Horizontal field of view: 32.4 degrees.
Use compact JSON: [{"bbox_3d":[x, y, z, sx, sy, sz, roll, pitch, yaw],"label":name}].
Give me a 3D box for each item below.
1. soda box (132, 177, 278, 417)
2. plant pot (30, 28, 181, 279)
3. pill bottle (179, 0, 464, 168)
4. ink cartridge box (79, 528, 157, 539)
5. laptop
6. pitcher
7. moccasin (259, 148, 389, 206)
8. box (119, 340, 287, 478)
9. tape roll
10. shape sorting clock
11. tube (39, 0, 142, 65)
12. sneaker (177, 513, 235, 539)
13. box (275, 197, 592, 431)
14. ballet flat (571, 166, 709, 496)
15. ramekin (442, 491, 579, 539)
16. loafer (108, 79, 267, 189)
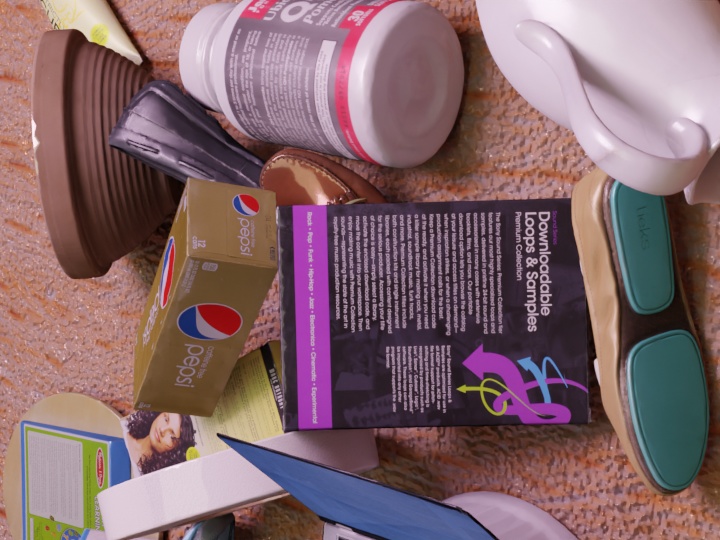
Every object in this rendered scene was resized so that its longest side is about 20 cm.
[{"bbox_3d":[-0.114,0.026,0.884,0.201,0.063,0.068,118,154,-49],"label":"soda box"},{"bbox_3d":[-0.198,-0.096,1.007,0.091,0.201,0.204,-4,89,0],"label":"plant pot"},{"bbox_3d":[-0.034,-0.141,0.880,0.199,0.110,0.112,15,102,39],"label":"pill bottle"},{"bbox_3d":[-0.215,0.341,1.027,0.083,0.145,0.202,9,103,-3],"label":"ink cartridge box"},{"bbox_3d":[0.012,0.204,0.725,0.186,0.115,0.203,10,98,40],"label":"laptop"},{"bbox_3d":[0.141,-0.118,0.691,0.200,0.170,0.122,48,129,27],"label":"pitcher"},{"bbox_3d":[-0.001,0.001,0.849,0.073,0.078,0.202,-38,84,31],"label":"moccasin"},{"bbox_3d":[-0.112,0.122,1.000,0.199,0.050,0.076,-29,73,37],"label":"box"},{"bbox_3d":[-0.085,0.150,0.881,0.202,0.202,0.037,-24,76,38],"label":"tape roll"},{"bbox_3d":[-0.254,0.212,1.132,0.198,0.039,0.203,4,96,37],"label":"shape sorting clock"},{"bbox_3d":[-0.258,-0.242,1.112,0.201,0.052,0.058,60,166,15],"label":"tube"},{"bbox_3d":[-0.104,0.288,0.999,0.094,0.079,0.203,9,102,22],"label":"sneaker"},{"bbox_3d":[0.047,0.028,0.796,0.197,0.036,0.145,-1,91,3],"label":"box"},{"bbox_3d":[0.167,0.033,0.753,0.063,0.068,0.203,176,86,-67],"label":"ballet flat"},{"bbox_3d":[0.067,0.256,0.820,0.199,0.097,0.203,2,94,41],"label":"ramekin"},{"bbox_3d":[-0.099,-0.059,0.927,0.200,0.068,0.071,38,82,2],"label":"loafer"}]
